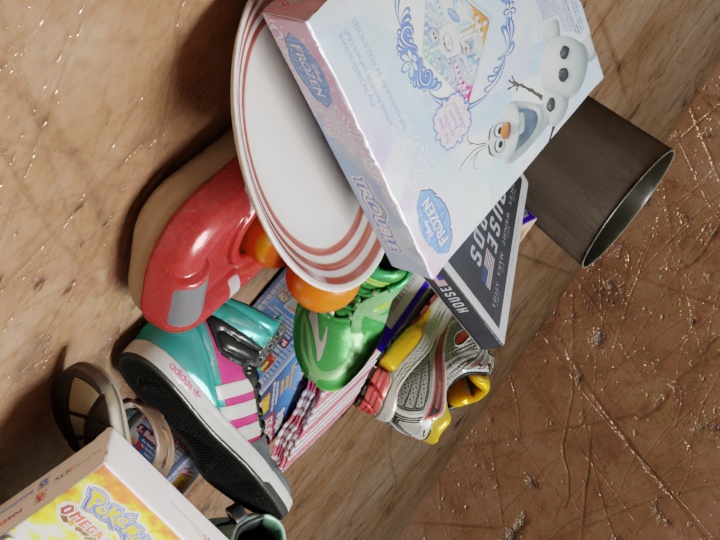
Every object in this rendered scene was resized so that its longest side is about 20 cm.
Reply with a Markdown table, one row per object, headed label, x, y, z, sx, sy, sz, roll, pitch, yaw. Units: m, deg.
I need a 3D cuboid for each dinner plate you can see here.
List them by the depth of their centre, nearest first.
| label | x | y | z | sx | sy | sz | roll | pitch | yaw |
| --- | --- | --- | --- | --- | --- | --- | --- | --- | --- |
| dinner plate | -0.030 | -0.087 | 0.827 | 0.200 | 0.024 | 0.203 | 15 | 72 | -59 |

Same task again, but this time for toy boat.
| label | x | y | z | sx | sy | sz | roll | pitch | yaw |
| --- | --- | --- | --- | --- | --- | --- | --- | --- | --- |
| toy boat | -0.053 | -0.023 | 0.900 | 0.200 | 0.130 | 0.131 | -43 | 164 | -34 |

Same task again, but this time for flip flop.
| label | x | y | z | sx | sy | sz | roll | pitch | yaw |
| --- | --- | --- | --- | --- | --- | --- | --- | --- | --- |
| flip flop | -0.160 | 0.129 | 0.950 | 0.058 | 0.081 | 0.201 | -43 | 139 | -23 |

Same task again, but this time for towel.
| label | x | y | z | sx | sy | sz | roll | pitch | yaw |
| --- | --- | --- | --- | --- | --- | --- | --- | --- | --- |
| towel | -0.019 | 0.097 | 1.286 | 0.146 | 0.030 | 0.201 | -39 | 163 | -45 |

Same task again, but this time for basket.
| label | x | y | z | sx | sy | sz | roll | pitch | yaw |
| --- | --- | --- | --- | --- | --- | --- | --- | --- | --- |
| basket | 0.179 | -0.118 | 1.280 | 0.137 | 0.200 | 0.180 | -57 | 165 | 24 |

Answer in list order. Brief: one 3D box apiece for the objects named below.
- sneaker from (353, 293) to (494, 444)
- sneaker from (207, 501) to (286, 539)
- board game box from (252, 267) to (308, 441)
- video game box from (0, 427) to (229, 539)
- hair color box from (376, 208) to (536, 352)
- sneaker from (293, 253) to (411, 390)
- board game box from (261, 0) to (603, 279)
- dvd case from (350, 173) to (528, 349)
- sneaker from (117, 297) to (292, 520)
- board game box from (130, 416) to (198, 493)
| label | x | y | z | sx | sy | sz | roll | pitch | yaw |
| --- | --- | --- | --- | --- | --- | --- | --- | --- | --- |
| sneaker | 0.073 | 0.070 | 1.077 | 0.200 | 0.082 | 0.078 | -47 | 168 | -44 |
| sneaker | -0.140 | 0.252 | 1.016 | 0.200 | 0.074 | 0.118 | -44 | -171 | -37 |
| board game box | -0.083 | 0.087 | 1.225 | 0.200 | 0.062 | 0.201 | -46 | 165 | -26 |
| video game box | -0.172 | 0.227 | 0.911 | 0.182 | 0.200 | 0.047 | -36 | -156 | 13 |
| hair color box | 0.071 | -0.008 | 1.177 | 0.110 | 0.065 | 0.200 | -56 | 166 | 27 |
| sneaker | 0.000 | 0.000 | 1.004 | 0.201 | 0.074 | 0.084 | -65 | 176 | 16 |
| board game box | 0.055 | -0.135 | 0.815 | 0.199 | 0.043 | 0.201 | -49 | 133 | -24 |
| dvd case | 0.062 | -0.060 | 0.939 | 0.200 | 0.025 | 0.152 | 49 | 44 | -43 |
| sneaker | -0.093 | 0.090 | 1.034 | 0.121 | 0.083 | 0.201 | -56 | 129 | -31 |
| board game box | -0.196 | 0.199 | 1.099 | 0.200 | 0.062 | 0.200 | -49 | 166 | -14 |
